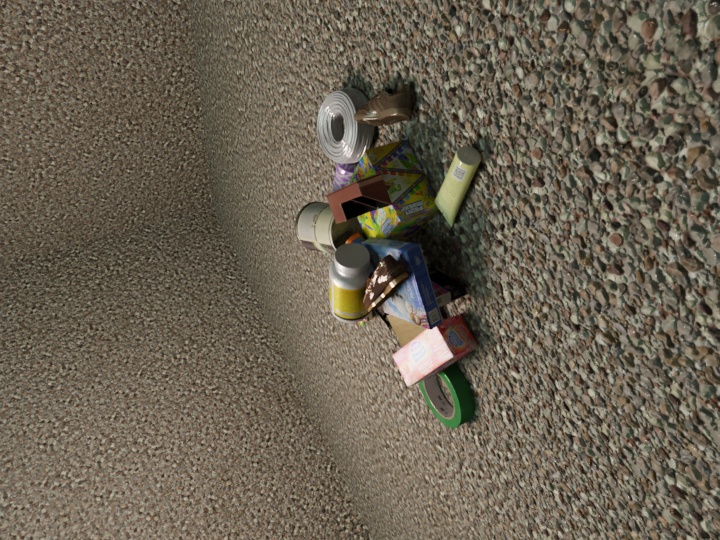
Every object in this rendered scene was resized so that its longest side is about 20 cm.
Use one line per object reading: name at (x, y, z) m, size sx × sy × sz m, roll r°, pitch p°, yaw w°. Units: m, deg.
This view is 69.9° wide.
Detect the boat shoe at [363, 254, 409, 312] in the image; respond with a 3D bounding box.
boat shoe at (0.049, 0.030, 1.189) m, size 0.070 × 0.070 × 0.200 m, roll 51°, pitch 146°, yaw 11°

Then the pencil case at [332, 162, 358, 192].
pencil case at (-0.038, -0.254, 1.534) m, size 0.200 × 0.084 × 0.086 m, roll 105°, pitch 178°, yaw -51°

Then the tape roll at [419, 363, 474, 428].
tape roll at (0.235, 0.335, 1.435) m, size 0.200 × 0.048 × 0.201 m, roll 48°, pitch 148°, yaw 42°

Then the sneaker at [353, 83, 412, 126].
sneaker at (0.058, -0.392, 1.229) m, size 0.200 × 0.070 × 0.076 m, roll 15°, pitch 96°, yaw 53°

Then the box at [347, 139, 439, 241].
box at (0.072, -0.179, 1.285) m, size 0.193 × 0.122 × 0.200 m, roll 65°, pitch 157°, yaw 12°

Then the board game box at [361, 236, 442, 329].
board game box at (0.096, 0.026, 1.228) m, size 0.199 × 0.043 × 0.200 m, roll 16°, pitch 129°, yaw 60°

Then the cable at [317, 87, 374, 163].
cable at (-0.043, -0.393, 1.401) m, size 0.200 × 0.069 × 0.200 m, roll 53°, pitch 138°, yaw 34°

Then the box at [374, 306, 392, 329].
box at (0.047, 0.076, 1.542) m, size 0.158 × 0.050 × 0.200 m, roll 57°, pitch -179°, yaw 28°

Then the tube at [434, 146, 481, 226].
tube at (0.201, -0.179, 1.097) m, size 0.200 × 0.052 × 0.058 m, roll 104°, pitch -178°, yaw -59°

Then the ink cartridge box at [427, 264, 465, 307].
ink cartridge box at (0.163, 0.030, 1.286) m, size 0.200 × 0.095 × 0.037 m, roll 33°, pitch 139°, yaw 56°

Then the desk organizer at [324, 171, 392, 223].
desk organizer at (-0.008, -0.169, 1.228) m, size 0.200 × 0.072 × 0.077 m, roll -5°, pitch 107°, yaw 66°

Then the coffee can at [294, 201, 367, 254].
coffee can at (-0.076, -0.119, 1.460) m, size 0.200 × 0.146 × 0.147 m, roll 14°, pitch 121°, yaw 54°

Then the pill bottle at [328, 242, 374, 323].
pill bottle at (-0.022, 0.031, 1.282) m, size 0.113 × 0.112 × 0.200 m, roll 53°, pitch 155°, yaw 35°

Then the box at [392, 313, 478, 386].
box at (0.185, 0.204, 1.304) m, size 0.200 × 0.102 × 0.095 m, roll -49°, pitch 63°, yaw 46°

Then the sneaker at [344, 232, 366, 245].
sneaker at (0.000, 0.000, 1.370) m, size 0.078 × 0.075 × 0.200 m, roll 35°, pitch 145°, yaw 36°

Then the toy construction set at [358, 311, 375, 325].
toy construction set at (-0.014, 0.112, 1.761) m, size 0.131 × 0.092 × 0.200 m, roll 8°, pitch 126°, yaw 38°

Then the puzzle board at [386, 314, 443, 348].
puzzle board at (0.169, 0.169, 1.411) m, size 0.200 × 0.017 × 0.151 m, roll -25°, pitch 93°, yaw 52°
